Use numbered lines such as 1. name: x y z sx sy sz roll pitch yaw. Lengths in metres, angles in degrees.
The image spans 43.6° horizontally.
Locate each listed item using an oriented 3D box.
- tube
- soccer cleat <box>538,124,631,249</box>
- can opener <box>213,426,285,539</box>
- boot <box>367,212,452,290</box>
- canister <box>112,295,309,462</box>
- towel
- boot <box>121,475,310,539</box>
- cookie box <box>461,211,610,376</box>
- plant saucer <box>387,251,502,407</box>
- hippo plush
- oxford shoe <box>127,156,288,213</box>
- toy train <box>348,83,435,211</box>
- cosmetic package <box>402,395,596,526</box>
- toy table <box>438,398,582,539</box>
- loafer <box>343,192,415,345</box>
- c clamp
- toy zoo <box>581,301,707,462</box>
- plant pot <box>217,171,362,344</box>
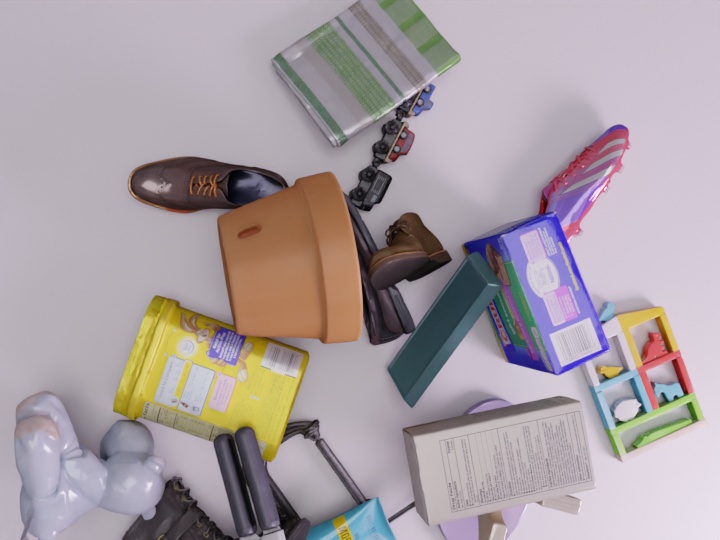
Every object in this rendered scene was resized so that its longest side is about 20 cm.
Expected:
1. tube: -0.056 0.347 1.109 0.199 0.050 0.078 -22 112 -2
2. soccer cleat: 0.279 -0.111 1.166 0.076 0.067 0.201 31 88 -1
3. can opener: -0.120 0.275 0.995 0.053 0.067 0.201 -18 80 6
4. boot: 0.046 -0.026 1.077 0.073 0.200 0.076 -29 84 20
5. canister: -0.175 0.132 1.082 0.199 0.087 0.149 20 86 -2
6. towel: 0.006 -0.261 1.136 0.199 0.031 0.150 -35 78 -9
7. boot: -0.178 0.315 1.074 0.200 0.069 0.174 -41 67 -7
8. cookie box: 0.203 0.028 1.083 0.075 0.200 0.172 -22 91 -6
9. plant saucer: 0.096 0.072 1.094 0.019 0.070 0.200 17 118 -35
10. hippo plush: -0.305 0.222 1.027 0.160 0.200 0.160 -3 128 -18
11. oxford shoe: -0.185 -0.108 1.100 0.198 0.073 0.072 0 88 -7
12. toy train: 0.046 -0.166 1.151 0.046 0.034 0.201 27 86 -9
13. cosmetic package: 0.155 0.212 1.022 0.199 0.071 0.106 -9 89 -8
14. toy table: 0.168 0.264 1.116 0.182 0.117 0.202 4 87 -7
15. loafer: 0.000 0.000 1.125 0.063 0.072 0.201 -28 95 -3
16. c clamp: -0.044 0.268 1.136 0.171 0.027 0.200 -41 94 0
17. toy zoo: 0.364 0.135 1.191 0.130 0.020 0.201 -21 92 -7
18. plant pot: -0.087 -0.005 1.044 0.139 0.200 0.202 -10 90 -10
